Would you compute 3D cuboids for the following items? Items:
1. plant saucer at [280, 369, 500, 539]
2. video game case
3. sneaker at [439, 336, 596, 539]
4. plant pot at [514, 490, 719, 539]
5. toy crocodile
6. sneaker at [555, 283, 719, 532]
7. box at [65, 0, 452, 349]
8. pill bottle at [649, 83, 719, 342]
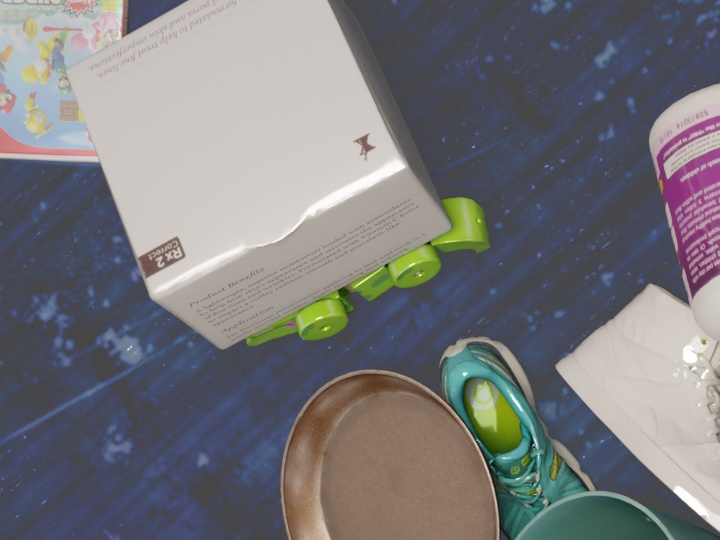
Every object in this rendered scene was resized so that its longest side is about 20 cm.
[{"bbox_3d":[0.026,0.169,1.427,0.199,0.032,0.202,8,103,39],"label":"plant saucer"},{"bbox_3d":[-0.247,-0.185,1.514,0.142,0.017,0.202,3,91,8],"label":"video game case"},{"bbox_3d":[0.112,0.143,1.422,0.077,0.080,0.201,-31,96,8],"label":"sneaker"},{"bbox_3d":[0.204,0.263,1.352,0.200,0.160,0.202,-22,60,45],"label":"plant pot"},{"bbox_3d":[0.000,0.000,1.457,0.199,0.062,0.068,-28,64,9],"label":"toy crocodile"},{"bbox_3d":[0.238,0.094,1.387,0.116,0.074,0.200,-44,60,4],"label":"sneaker"},{"bbox_3d":[-0.071,-0.085,1.402,0.198,0.131,0.201,-27,66,7],"label":"box"},{"bbox_3d":[0.270,-0.019,1.355,0.111,0.112,0.201,-14,64,8],"label":"pill bottle"}]
